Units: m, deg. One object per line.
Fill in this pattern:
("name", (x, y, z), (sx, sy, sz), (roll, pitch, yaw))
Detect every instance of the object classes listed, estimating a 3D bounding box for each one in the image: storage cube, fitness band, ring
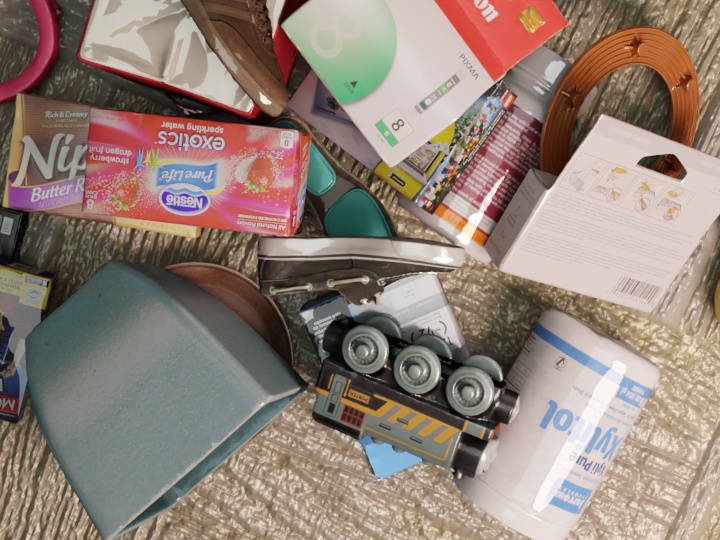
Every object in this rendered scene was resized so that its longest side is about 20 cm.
("storage cube", (-0.145, -0.246, 1.112), (0.170, 0.180, 0.202), (19, 94, 0))
("fitness band", (-0.390, -0.267, 1.193), (0.143, 0.037, 0.201), (-33, 92, 7))
("ring", (0.255, -0.133, 1.128), (0.199, 0.019, 0.202), (-15, 120, -27))

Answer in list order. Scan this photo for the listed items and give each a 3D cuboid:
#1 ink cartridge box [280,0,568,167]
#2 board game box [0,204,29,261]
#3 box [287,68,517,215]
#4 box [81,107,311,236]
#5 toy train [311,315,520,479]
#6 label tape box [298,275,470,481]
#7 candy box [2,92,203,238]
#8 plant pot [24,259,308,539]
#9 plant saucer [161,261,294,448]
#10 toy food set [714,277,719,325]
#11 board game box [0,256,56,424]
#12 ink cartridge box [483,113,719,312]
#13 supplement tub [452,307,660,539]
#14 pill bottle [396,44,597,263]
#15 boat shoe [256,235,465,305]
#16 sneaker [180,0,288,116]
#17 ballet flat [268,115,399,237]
("ink cartridge box", (0.056, -0.212, 1.024), (0.199, 0.050, 0.161), (-35, 102, 18))
("board game box", (-0.433, 0.019, 1.219), (0.134, 0.028, 0.202), (16, 96, 1))
("box", (0.035, -0.163, 1.128), (0.200, 0.038, 0.137), (40, 96, 35))
("box", (-0.151, -0.092, 1.107), (0.198, 0.095, 0.101), (7, 95, 5))
("toy train", (0.048, 0.119, 1.114), (0.199, 0.085, 0.115), (21, 102, 11))
("label tape box", (0.042, 0.102, 1.191), (0.142, 0.066, 0.201), (-23, 92, 4))
("candy box", (-0.252, -0.107, 1.189), (0.198, 0.056, 0.118), (10, 95, 0))
("plant pot", (-0.198, 0.102, 1.109), (0.196, 0.196, 0.200), (-42, 83, 5))
("plant saucer", (-0.166, 0.091, 1.212), (0.199, 0.037, 0.202), (0, 94, 2))
("toy food set", (0.457, -0.009, 1.174), (0.198, 0.049, 0.200), (10, 95, 2))
("board game box", (-0.419, 0.075, 1.179), (0.198, 0.062, 0.201), (16, 97, 0))
("ink cartridge box", (0.242, -0.057, 1.108), (0.199, 0.045, 0.177), (15, 119, -30))
("supplement tub", (0.192, 0.151, 1.157), (0.131, 0.132, 0.201), (28, 95, 0))
("pill bottle", (0.135, -0.118, 1.145), (0.114, 0.114, 0.201), (35, 96, -1))
("boat shoe", (0.000, 0.000, 1.105), (0.198, 0.071, 0.064), (1, 93, 14))
("sneaker", (-0.107, -0.228, 0.987), (0.075, 0.070, 0.201), (-34, 93, 3))
("ballet flat", (-0.020, -0.072, 1.174), (0.068, 0.067, 0.201), (-35, 84, 7))
